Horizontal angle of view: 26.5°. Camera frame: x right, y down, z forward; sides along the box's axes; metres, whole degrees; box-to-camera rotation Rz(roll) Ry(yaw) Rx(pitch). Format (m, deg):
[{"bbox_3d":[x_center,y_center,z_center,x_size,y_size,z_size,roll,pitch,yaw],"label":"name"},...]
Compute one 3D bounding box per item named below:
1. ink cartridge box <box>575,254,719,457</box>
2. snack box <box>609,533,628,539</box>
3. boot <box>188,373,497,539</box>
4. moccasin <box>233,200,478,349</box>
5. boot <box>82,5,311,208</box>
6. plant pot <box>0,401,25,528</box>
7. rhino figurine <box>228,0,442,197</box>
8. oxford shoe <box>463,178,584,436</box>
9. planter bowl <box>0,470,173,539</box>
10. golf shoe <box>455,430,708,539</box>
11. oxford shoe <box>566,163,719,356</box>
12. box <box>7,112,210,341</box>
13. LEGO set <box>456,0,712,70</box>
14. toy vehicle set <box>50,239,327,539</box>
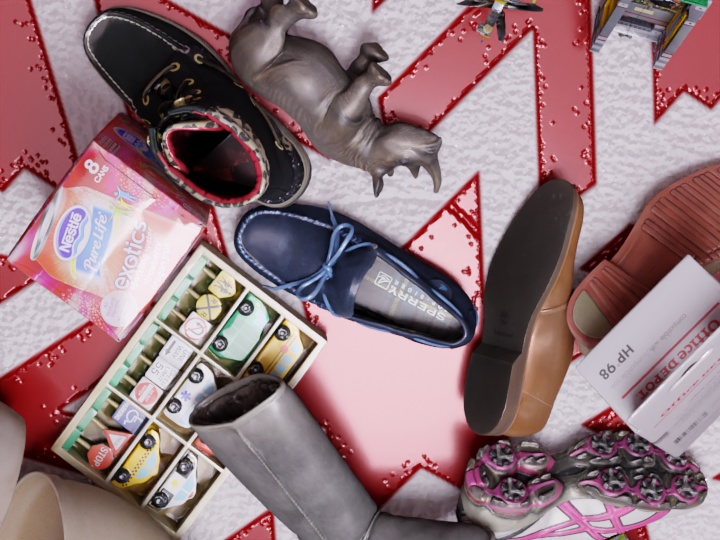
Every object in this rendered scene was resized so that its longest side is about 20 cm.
[{"bbox_3d":[0.228,0.062,1.100,0.116,0.200,0.067,-45,66,5],"label":"ink cartridge box"},{"bbox_3d":[0.159,0.328,1.203,0.198,0.068,0.170,-28,109,2],"label":"snack box"},{"bbox_3d":[-0.012,0.159,1.139,0.180,0.073,0.201,-18,110,28],"label":"boot"},{"bbox_3d":[0.000,0.000,1.148,0.198,0.068,0.081,19,99,-3],"label":"moccasin"},{"bbox_3d":[-0.127,-0.117,1.075,0.203,0.154,0.074,40,99,1],"label":"boot"},{"bbox_3d":[-0.347,0.136,1.117,0.172,0.200,0.202,21,99,-23],"label":"plant pot"},{"bbox_3d":[-0.014,-0.127,1.129,0.200,0.060,0.087,42,116,-9],"label":"rhino figurine"},{"bbox_3d":[0.138,0.030,1.170,0.071,0.071,0.202,10,100,-33],"label":"oxford shoe"},{"bbox_3d":[-0.195,0.260,1.139,0.133,0.200,0.202,13,100,-28],"label":"planter bowl"},{"bbox_3d":[0.171,0.177,1.194,0.197,0.073,0.093,0,136,-9],"label":"golf shoe"},{"bbox_3d":[0.236,-0.006,1.165,0.199,0.074,0.071,-39,61,-7],"label":"oxford shoe"},{"bbox_3d":[-0.168,-0.037,1.070,0.095,0.200,0.100,37,97,-10],"label":"box"},{"bbox_3d":[0.173,-0.233,1.111,0.197,0.116,0.156,6,71,-7],"label":"LEGO set"},{"bbox_3d":[-0.132,0.094,1.182,0.124,0.027,0.201,36,97,-7],"label":"toy vehicle set"}]
